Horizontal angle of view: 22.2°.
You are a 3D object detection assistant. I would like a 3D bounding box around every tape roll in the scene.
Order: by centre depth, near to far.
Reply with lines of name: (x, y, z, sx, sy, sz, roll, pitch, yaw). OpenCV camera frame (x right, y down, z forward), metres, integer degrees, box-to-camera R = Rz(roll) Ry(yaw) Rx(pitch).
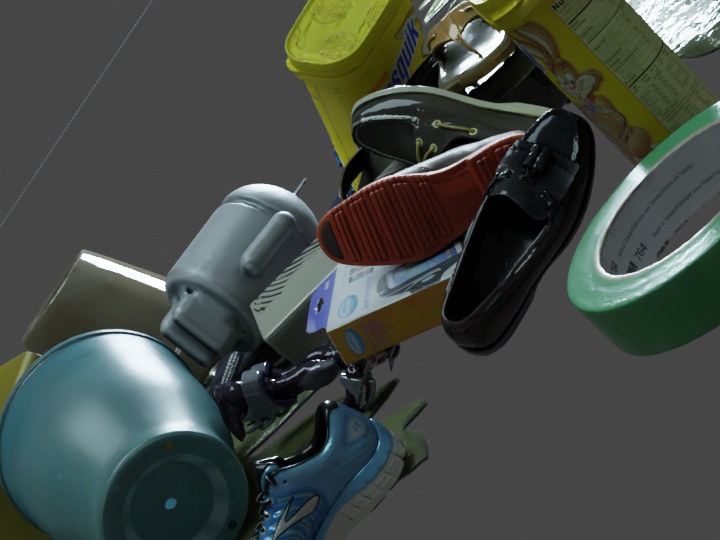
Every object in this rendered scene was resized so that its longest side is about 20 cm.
tape roll: (0.225, -0.035, 1.213, 0.200, 0.048, 0.201, -43, 17, 16)

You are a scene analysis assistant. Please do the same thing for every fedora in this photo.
fedora: (0.124, -0.162, 1.695, 0.200, 0.092, 0.201, -38, 22, 18)

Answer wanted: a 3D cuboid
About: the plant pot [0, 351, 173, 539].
plant pot: (-0.309, 0.221, 1.770, 0.200, 0.199, 0.177, -25, 38, 53)

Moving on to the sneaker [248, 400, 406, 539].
sneaker: (-0.058, 0.181, 1.360, 0.200, 0.090, 0.078, -52, 16, -13)

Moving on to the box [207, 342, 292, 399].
box: (-0.067, 0.053, 1.795, 0.200, 0.036, 0.143, -38, 17, 26)

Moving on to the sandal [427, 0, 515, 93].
sandal: (0.091, -0.215, 1.643, 0.080, 0.054, 0.200, -37, 23, 20)

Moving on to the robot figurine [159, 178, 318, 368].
robot figurine: (-0.110, -0.003, 1.767, 0.200, 0.113, 0.169, -55, 10, -29)

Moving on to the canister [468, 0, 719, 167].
canister: (0.175, -0.166, 1.373, 0.087, 0.200, 0.149, -45, 16, 7)

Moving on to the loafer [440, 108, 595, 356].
loafer: (0.118, -0.033, 1.375, 0.201, 0.072, 0.063, -65, -27, -4)

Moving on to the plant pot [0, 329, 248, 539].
plant pot: (-0.190, 0.172, 1.580, 0.200, 0.200, 0.188, -50, 31, -8)

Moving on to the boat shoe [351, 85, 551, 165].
boat shoe: (0.082, -0.110, 1.569, 0.200, 0.072, 0.061, 6, 50, 17)

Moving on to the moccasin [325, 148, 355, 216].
moccasin: (0.011, -0.129, 1.960, 0.080, 0.068, 0.200, -24, 28, 55)

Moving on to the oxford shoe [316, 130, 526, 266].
oxford shoe: (0.060, -0.058, 1.488, 0.199, 0.072, 0.073, -19, 13, 4)

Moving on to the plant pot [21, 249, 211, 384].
plant pot: (-0.250, 0.073, 1.919, 0.200, 0.173, 0.200, -52, 11, 15)

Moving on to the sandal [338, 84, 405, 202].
sandal: (0.012, -0.077, 1.679, 0.082, 0.054, 0.201, 55, 144, 39)

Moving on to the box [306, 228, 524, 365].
box: (0.051, 0.007, 1.489, 0.199, 0.042, 0.119, -26, 22, 16)

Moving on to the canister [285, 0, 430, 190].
canister: (0.015, -0.186, 1.808, 0.086, 0.200, 0.149, 11, 57, 30)

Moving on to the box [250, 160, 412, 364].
box: (0.000, 0.000, 1.638, 0.200, 0.082, 0.068, -44, 31, 9)

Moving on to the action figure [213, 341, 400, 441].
action figure: (-0.024, 0.078, 1.565, 0.199, 0.070, 0.130, -26, 15, 17)
